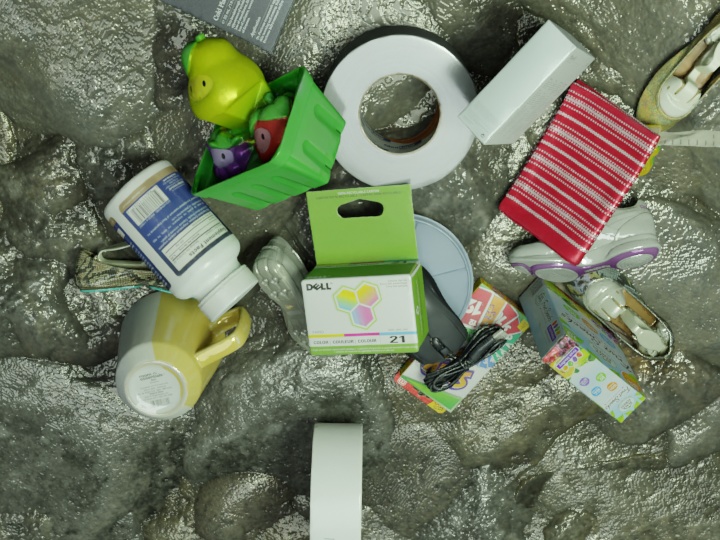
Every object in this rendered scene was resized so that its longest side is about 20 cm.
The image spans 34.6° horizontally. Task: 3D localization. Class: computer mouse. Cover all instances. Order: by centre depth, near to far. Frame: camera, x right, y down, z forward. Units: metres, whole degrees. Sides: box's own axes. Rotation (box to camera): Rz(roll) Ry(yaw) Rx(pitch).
[{"bbox_3d":[0.093,0.071,1.555,0.138,0.053,0.200,-38,105,15],"label":"computer mouse"}]

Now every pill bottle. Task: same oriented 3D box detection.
[{"bbox_3d":[-0.227,-0.035,1.493,0.111,0.111,0.200,-41,90,16],"label":"pill bottle"}]

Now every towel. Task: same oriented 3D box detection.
[{"bbox_3d":[0.275,-0.124,1.481,0.145,0.022,0.201,42,114,29],"label":"towel"}]

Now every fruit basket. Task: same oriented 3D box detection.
[{"bbox_3d":[-0.145,-0.182,1.407,0.214,0.156,0.216,13,156,6],"label":"fruit basket"}]

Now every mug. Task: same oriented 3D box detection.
[{"bbox_3d":[-0.255,0.110,1.557,0.149,0.153,0.187,30,109,-11],"label":"mug"}]

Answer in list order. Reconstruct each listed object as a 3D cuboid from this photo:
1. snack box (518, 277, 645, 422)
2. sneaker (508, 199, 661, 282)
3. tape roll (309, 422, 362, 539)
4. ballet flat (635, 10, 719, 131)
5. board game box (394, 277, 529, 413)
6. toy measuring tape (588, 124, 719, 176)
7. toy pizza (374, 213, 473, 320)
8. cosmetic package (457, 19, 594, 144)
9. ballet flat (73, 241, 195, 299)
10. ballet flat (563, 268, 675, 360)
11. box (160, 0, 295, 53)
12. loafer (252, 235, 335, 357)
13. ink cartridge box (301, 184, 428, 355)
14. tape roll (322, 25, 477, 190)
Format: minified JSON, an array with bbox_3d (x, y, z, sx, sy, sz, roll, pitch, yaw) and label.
[{"bbox_3d":[0.289,0.098,1.526,0.142,0.200,0.053,36,107,-14],"label":"snack box"},{"bbox_3d":[0.295,-0.042,1.543,0.199,0.100,0.075,-9,157,14],"label":"sneaker"},{"bbox_3d":[-0.033,0.315,1.616,0.070,0.203,0.204,2,113,0],"label":"tape roll"},{"bbox_3d":[0.423,-0.249,1.453,0.071,0.071,0.200,36,109,-14],"label":"ballet flat"},{"bbox_3d":[0.142,0.113,1.627,0.095,0.030,0.200,36,111,-13],"label":"board game box"},{"bbox_3d":[0.378,-0.150,1.472,0.199,0.074,0.074,4,116,30],"label":"toy measuring tape"},{"bbox_3d":[0.054,0.014,1.580,0.199,0.032,0.201,1,111,1],"label":"toy pizza"},{"bbox_3d":[0.204,-0.222,1.392,0.151,0.200,0.052,-44,83,17],"label":"cosmetic package"},{"bbox_3d":[-0.288,-0.002,1.563,0.199,0.068,0.076,5,97,0],"label":"ballet flat"},{"bbox_3d":[0.358,0.055,1.579,0.200,0.072,0.072,39,108,-14],"label":"ballet flat"},{"bbox_3d":[-0.145,-0.394,1.372,0.181,0.104,0.201,24,111,-11],"label":"box"},{"bbox_3d":[-0.077,0.039,1.573,0.070,0.070,0.200,-3,134,30],"label":"loafer"},{"bbox_3d":[0.000,0.000,1.478,0.147,0.076,0.201,-3,106,14],"label":"ink cartridge box"},{"bbox_3d":[0.049,-0.207,1.471,0.199,0.066,0.201,0,114,0],"label":"tape roll"}]
